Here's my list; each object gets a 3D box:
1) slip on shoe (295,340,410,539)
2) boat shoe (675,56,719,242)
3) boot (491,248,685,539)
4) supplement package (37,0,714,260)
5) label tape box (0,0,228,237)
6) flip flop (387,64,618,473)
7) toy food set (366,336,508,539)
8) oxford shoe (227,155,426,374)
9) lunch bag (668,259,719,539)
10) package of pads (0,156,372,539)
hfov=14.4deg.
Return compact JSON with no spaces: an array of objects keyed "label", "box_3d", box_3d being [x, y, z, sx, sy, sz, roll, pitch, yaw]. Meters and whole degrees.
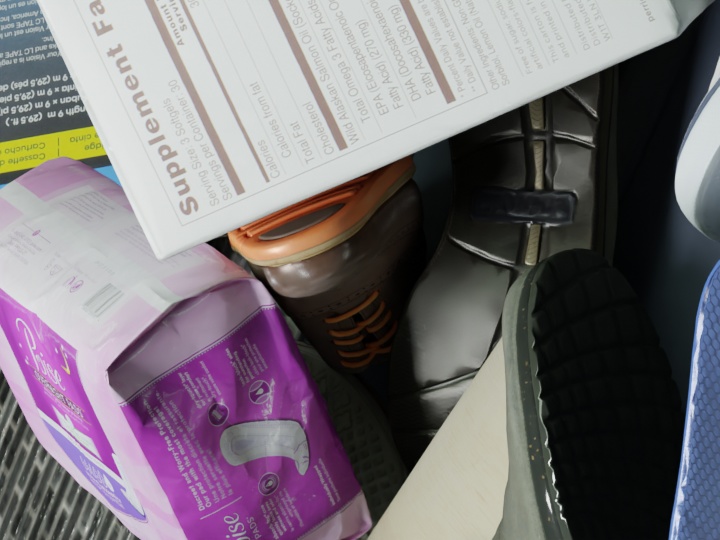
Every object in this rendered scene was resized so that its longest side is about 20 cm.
[{"label":"slip on shoe","box_3d":[-0.022,0.068,1.150,0.074,0.061,0.200,-62,31,1]},{"label":"boat shoe","box_3d":[0.157,-0.106,0.913,0.202,0.075,0.086,-58,37,25]},{"label":"boot","box_3d":[0.041,0.101,0.913,0.131,0.068,0.200,-15,80,44]},{"label":"supplement package","box_3d":[0.009,-0.102,0.960,0.200,0.117,0.117,-22,97,23]},{"label":"label tape box","box_3d":[-0.115,-0.086,1.275,0.144,0.063,0.200,-9,67,13]},{"label":"flip flop","box_3d":[0.061,-0.011,1.044,0.081,0.058,0.200,8,94,22]},{"label":"toy food set","box_3d":[0.079,0.125,0.968,0.200,0.060,0.144,54,125,33]},{"label":"oxford shoe","box_3d":[0.000,0.000,1.066,0.200,0.071,0.073,-21,-89,-82]},{"label":"lunch bag","box_3d":[0.182,0.064,0.765,0.200,0.132,0.136,37,127,55]},{"label":"package of pads","box_3d":[-0.082,0.038,1.077,0.200,0.076,0.121,30,149,61]}]
